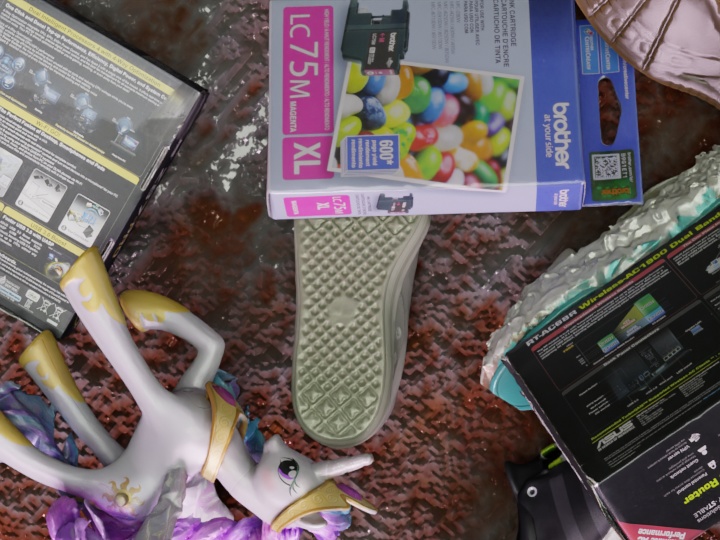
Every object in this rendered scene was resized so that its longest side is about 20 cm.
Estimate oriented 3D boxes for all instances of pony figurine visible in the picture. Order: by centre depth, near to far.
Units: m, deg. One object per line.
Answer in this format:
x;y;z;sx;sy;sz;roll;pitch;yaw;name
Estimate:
-0.113;0.114;1.171;0.200;0.167;0.193;42;102;5;pony figurine

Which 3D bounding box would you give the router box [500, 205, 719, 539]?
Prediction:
0.185;0.040;1.114;0.200;0.150;0.062;-34;118;3;router box

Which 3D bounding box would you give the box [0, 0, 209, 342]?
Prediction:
-0.208;-0.080;1.224;0.200;0.049;0.161;30;97;0;box

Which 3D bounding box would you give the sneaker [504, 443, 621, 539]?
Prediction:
0.120;0.116;1.212;0.083;0.072;0.200;27;95;2;sneaker

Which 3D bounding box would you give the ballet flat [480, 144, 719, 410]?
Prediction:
0.145;0.000;1.209;0.200;0.072;0.072;-36;92;3;ballet flat

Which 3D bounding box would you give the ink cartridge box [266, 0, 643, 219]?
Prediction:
0.050;-0.090;1.194;0.200;0.042;0.119;-1;67;0;ink cartridge box

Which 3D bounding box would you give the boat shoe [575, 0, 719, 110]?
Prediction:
0.194;-0.133;1.196;0.200;0.065;0.072;36;131;-1;boat shoe

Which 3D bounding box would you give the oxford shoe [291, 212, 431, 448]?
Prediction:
0.000;0.000;1.219;0.075;0.058;0.200;6;80;10;oxford shoe
